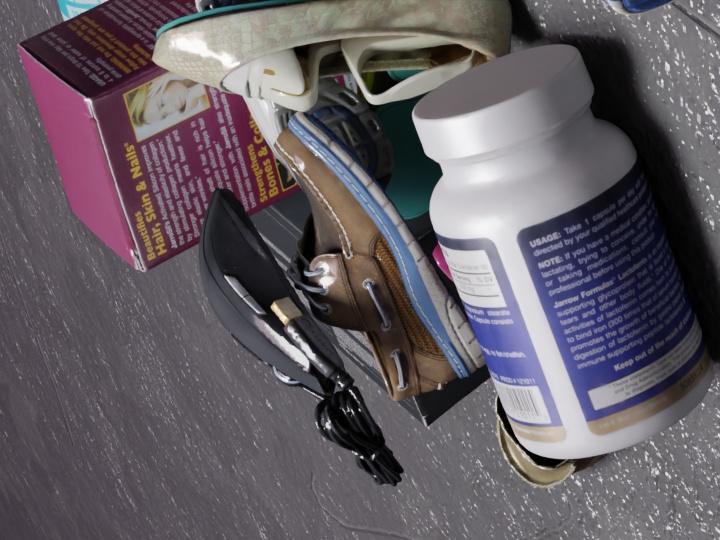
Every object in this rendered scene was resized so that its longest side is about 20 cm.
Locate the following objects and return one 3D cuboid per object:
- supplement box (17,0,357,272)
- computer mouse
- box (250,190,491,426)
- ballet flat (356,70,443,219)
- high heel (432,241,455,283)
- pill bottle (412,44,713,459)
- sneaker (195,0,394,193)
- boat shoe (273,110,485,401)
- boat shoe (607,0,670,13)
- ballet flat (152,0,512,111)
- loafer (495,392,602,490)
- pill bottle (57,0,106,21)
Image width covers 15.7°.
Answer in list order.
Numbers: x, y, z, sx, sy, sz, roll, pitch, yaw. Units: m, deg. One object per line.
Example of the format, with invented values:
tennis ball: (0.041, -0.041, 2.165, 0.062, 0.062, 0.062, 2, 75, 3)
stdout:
supplement box: (-0.089, -0.111, 1.605, 0.103, 0.200, 0.131, 38, 149, 48)
computer mouse: (-0.049, 0.033, 1.441, 0.200, 0.046, 0.140, 57, 178, 18)
box: (-0.004, -0.013, 1.685, 0.200, 0.079, 0.141, 41, 164, 45)
ballet flat: (0.026, -0.121, 1.531, 0.200, 0.067, 0.067, 87, 169, -46)
high heel: (0.072, 0.015, 1.528, 0.067, 0.096, 0.200, 56, 160, 16)
pill bottle: (0.105, -0.011, 1.384, 0.116, 0.116, 0.200, 18, 133, 63)
sneaker: (-0.053, -0.125, 1.509, 0.200, 0.075, 0.087, 68, 165, -13)
boat shoe: (0.000, 0.000, 1.471, 0.200, 0.072, 0.072, 55, 180, -29)
boat shoe: (0.128, -0.205, 1.128, 0.072, 0.072, 0.200, 53, 149, 39)
ballet flat: (-0.015, -0.119, 1.419, 0.067, 0.200, 0.062, 67, -166, -72)
loafer: (0.112, 0.085, 1.566, 0.076, 0.067, 0.200, 57, 160, 14)
pill bottle: (-0.169, -0.250, 1.749, 0.111, 0.111, 0.200, 35, 148, 52)
